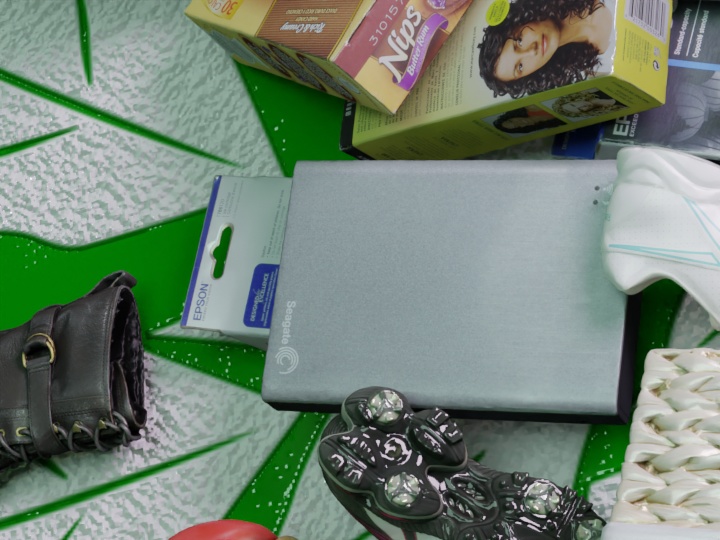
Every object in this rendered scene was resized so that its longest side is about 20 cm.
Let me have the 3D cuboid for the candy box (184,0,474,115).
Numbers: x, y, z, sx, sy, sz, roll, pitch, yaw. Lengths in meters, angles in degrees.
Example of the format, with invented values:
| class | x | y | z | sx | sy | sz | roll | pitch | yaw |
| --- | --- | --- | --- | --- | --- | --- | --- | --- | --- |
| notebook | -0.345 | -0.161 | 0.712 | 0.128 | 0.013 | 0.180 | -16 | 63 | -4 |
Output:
| class | x | y | z | sx | sy | sz | roll | pitch | yaw |
| --- | --- | --- | --- | --- | --- | --- | --- | --- | --- |
| candy box | -0.012 | -0.165 | 1.285 | 0.117 | 0.056 | 0.200 | -55 | 30 | -5 |

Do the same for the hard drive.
| class | x | y | z | sx | sy | sz | roll | pitch | yaw |
| --- | --- | --- | --- | --- | --- | --- | --- | --- | --- |
| hard drive | 0.051 | 0.010 | 1.203 | 0.199 | 0.033 | 0.140 | 1 | 71 | 21 |

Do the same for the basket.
| class | x | y | z | sx | sy | sz | roll | pitch | yaw |
| --- | --- | --- | --- | --- | --- | --- | --- | --- | --- |
| basket | 0.228 | 0.112 | 1.064 | 0.199 | 0.136 | 0.124 | -1 | 68 | 25 |

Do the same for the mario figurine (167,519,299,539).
| class | x | y | z | sx | sy | sz | roll | pitch | yaw |
| --- | --- | --- | --- | --- | --- | --- | --- | --- | --- |
| mario figurine | -0.034 | 0.200 | 1.165 | 0.200 | 0.106 | 0.123 | 31 | 55 | 25 |

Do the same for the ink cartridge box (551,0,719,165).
| class | x | y | z | sx | sy | sz | roll | pitch | yaw |
| --- | --- | --- | --- | --- | --- | --- | --- | --- | --- |
| ink cartridge box | 0.199 | -0.101 | 1.210 | 0.199 | 0.039 | 0.100 | 7 | 74 | 28 |

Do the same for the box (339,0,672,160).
| class | x | y | z | sx | sy | sz | roll | pitch | yaw |
| --- | --- | --- | --- | --- | --- | --- | --- | --- | --- |
| box | 0.077 | -0.110 | 1.236 | 0.199 | 0.050 | 0.076 | -14 | 62 | 43 |

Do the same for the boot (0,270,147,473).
| class | x | y | z | sx | sy | sz | roll | pitch | yaw |
| --- | --- | --- | --- | --- | --- | --- | --- | --- | --- |
| boot | -0.206 | 0.102 | 1.311 | 0.173 | 0.069 | 0.201 | -10 | 64 | 22 |

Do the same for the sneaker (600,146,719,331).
| class | x | y | z | sx | sy | sz | roll | pitch | yaw |
| --- | --- | --- | --- | --- | --- | --- | --- | --- | --- |
| sneaker | 0.217 | 0.001 | 1.136 | 0.199 | 0.070 | 0.081 | 16 | 84 | 10 |

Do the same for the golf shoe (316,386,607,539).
| class | x | y | z | sx | sy | sz | roll | pitch | yaw |
| --- | --- | --- | --- | --- | --- | --- | --- | --- | --- |
| golf shoe | 0.065 | 0.139 | 1.171 | 0.200 | 0.088 | 0.077 | 39 | 68 | 10 |

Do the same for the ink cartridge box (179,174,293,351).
| class | x | y | z | sx | sy | sz | roll | pitch | yaw |
| --- | --- | --- | --- | --- | --- | --- | --- | --- | --- |
| ink cartridge box | 0.000 | 0.000 | 1.272 | 0.199 | 0.039 | 0.100 | 5 | 73 | 25 |
